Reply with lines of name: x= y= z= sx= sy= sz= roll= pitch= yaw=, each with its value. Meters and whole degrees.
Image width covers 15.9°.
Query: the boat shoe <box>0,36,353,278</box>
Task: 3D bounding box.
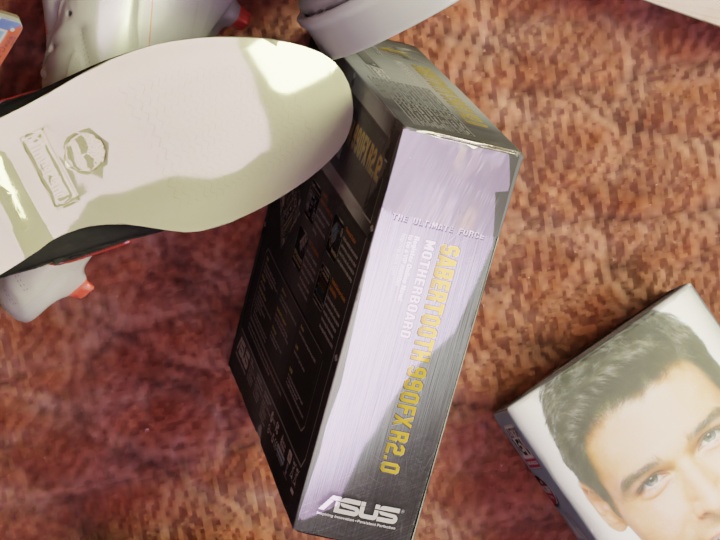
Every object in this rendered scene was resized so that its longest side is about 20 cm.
boat shoe: x=-0.102 y=-0.043 z=0.981 sx=0.201 sy=0.063 sz=0.074 roll=-20 pitch=103 yaw=-4

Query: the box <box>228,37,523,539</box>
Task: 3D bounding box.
box: x=0.000 y=0.000 z=1.020 sx=0.048 sy=0.200 sz=0.159 roll=12 pitch=103 yaw=-14

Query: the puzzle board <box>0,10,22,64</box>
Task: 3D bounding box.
puzzle board: x=-0.238 y=-0.040 z=0.984 sx=0.151 sy=0.017 sz=0.200 roll=15 pitch=128 yaw=-32

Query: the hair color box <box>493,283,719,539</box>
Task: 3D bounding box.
hair color box: x=0.156 y=0.116 z=1.129 sx=0.099 sy=0.061 sz=0.200 roll=-34 pitch=87 yaw=-5

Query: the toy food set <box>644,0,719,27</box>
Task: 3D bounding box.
toy food set: x=0.122 y=-0.190 z=1.074 sx=0.200 sy=0.060 sz=0.144 roll=17 pitch=104 yaw=-11

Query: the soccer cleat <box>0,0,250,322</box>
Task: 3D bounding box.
soccer cleat: x=-0.105 y=-0.076 z=1.044 sx=0.077 sy=0.069 sz=0.200 roll=29 pitch=92 yaw=-15

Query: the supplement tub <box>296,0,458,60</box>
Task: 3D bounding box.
supplement tub: x=-0.013 y=-0.195 z=0.968 sx=0.145 sy=0.145 sz=0.200 roll=-32 pitch=101 yaw=-3
